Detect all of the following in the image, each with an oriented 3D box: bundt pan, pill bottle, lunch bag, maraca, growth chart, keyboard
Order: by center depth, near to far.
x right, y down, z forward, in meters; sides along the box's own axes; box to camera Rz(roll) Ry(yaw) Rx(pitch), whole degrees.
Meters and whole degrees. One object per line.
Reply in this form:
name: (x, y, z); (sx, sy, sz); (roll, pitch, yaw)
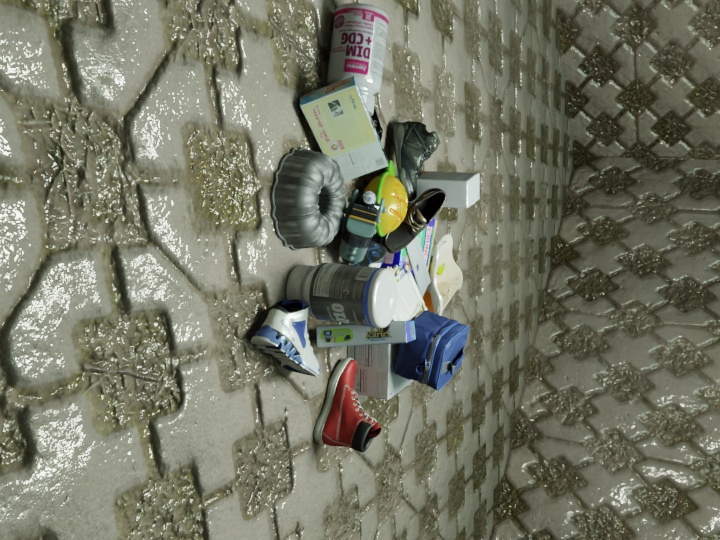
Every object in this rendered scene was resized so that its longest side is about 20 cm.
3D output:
bundt pan: (-0.089, -0.136, 1.343); (0.201, 0.075, 0.204); (-23, 117, -60)
pill bottle: (-0.038, 0.044, 1.345); (0.114, 0.198, 0.115); (-18, 111, -61)
pill bottle: (-0.008, -0.420, 1.399); (0.113, 0.112, 0.203); (7, 89, -64)
lunch bag: (0.173, 0.186, 1.603); (0.200, 0.131, 0.137); (-27, 130, -62)
maraca: (0.060, -0.167, 1.605); (0.201, 0.106, 0.138); (-72, 162, -46)
growth chart: (0.095, 0.055, 1.609); (0.200, 0.018, 0.146); (-29, 97, -61)
keyboard: (0.146, -0.014, 1.754); (0.057, 0.011, 0.201); (-56, 145, -29)

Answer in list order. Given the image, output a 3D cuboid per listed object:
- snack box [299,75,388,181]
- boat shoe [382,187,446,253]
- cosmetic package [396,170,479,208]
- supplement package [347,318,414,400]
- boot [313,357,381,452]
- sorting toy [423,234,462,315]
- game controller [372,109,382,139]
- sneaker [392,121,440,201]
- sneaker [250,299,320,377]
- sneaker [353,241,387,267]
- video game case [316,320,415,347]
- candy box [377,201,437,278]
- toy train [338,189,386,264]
snack box: (-0.030, -0.273, 1.370); (0.037, 0.115, 0.201); (-97, 166, -46)
boat shoe: (0.127, -0.125, 1.638); (0.200, 0.074, 0.073); (-48, -177, -8)
cosmetic package: (0.193, -0.207, 1.755); (0.101, 0.198, 0.072); (-35, 127, -57)
supplement package: (0.052, 0.182, 1.656); (0.155, 0.110, 0.203); (-18, 112, -61)
boot: (-0.006, 0.295, 1.526); (0.072, 0.143, 0.202); (51, 49, -52)
sorting toy: (0.215, 0.000, 1.908); (0.200, 0.106, 0.182); (-44, 146, -56)
game controller: (-0.007, -0.293, 1.511); (0.201, 0.042, 0.105); (-56, 143, -44)
sneaker: (0.141, -0.270, 1.683); (0.076, 0.113, 0.202); (54, 32, -73)
sneaker: (-0.123, 0.122, 1.323); (0.200, 0.080, 0.116); (52, 52, -53)
sneaker: (0.000, 0.000, 1.575); (0.200, 0.075, 0.078); (-50, 161, -49)
video game case: (0.017, 0.130, 1.439); (0.200, 0.179, 0.046); (23, 64, -80)
candy box: (0.118, -0.071, 1.772); (0.200, 0.076, 0.171); (21, 78, -63)
toy train: (-0.005, -0.086, 1.455); (0.200, 0.084, 0.115); (115, -9, -65)
